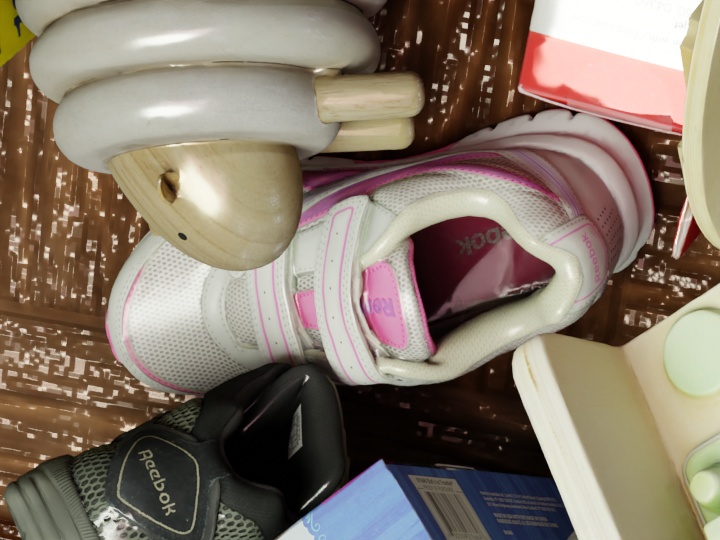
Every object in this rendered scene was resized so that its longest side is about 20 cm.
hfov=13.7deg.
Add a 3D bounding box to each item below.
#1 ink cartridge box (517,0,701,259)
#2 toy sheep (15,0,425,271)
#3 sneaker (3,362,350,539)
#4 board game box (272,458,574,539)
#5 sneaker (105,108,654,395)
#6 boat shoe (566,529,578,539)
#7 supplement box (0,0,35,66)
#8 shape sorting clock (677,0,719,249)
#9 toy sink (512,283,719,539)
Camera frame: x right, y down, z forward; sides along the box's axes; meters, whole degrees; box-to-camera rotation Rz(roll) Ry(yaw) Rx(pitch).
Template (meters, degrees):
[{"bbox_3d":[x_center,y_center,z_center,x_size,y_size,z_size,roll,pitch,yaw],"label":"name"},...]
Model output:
[{"bbox_3d":[0.105,-0.117,0.956,0.067,0.116,0.201,16,110,14],"label":"ink cartridge box"},{"bbox_3d":[-0.049,-0.099,0.992,0.137,0.138,0.201,-8,79,13],"label":"toy sheep"},{"bbox_3d":[-0.048,0.096,1.037,0.114,0.200,0.076,-24,68,-3],"label":"sneaker"},{"bbox_3d":[-0.010,0.141,1.028,0.199,0.200,0.043,-39,67,18],"label":"board game box"},{"bbox_3d":[0.000,0.000,1.033,0.199,0.088,0.082,-17,104,15],"label":"sneaker"},{"bbox_3d":[0.112,0.134,1.025,0.071,0.201,0.061,-23,64,6],"label":"boat shoe"},{"bbox_3d":[-0.173,-0.115,0.967,0.109,0.200,0.109,2,109,10],"label":"supplement box"},{"bbox_3d":[0.153,-0.097,0.923,0.039,0.200,0.201,21,112,25],"label":"shape sorting clock"},{"bbox_3d":[0.161,0.062,0.941,0.112,0.200,0.131,-35,63,27],"label":"toy sink"}]
